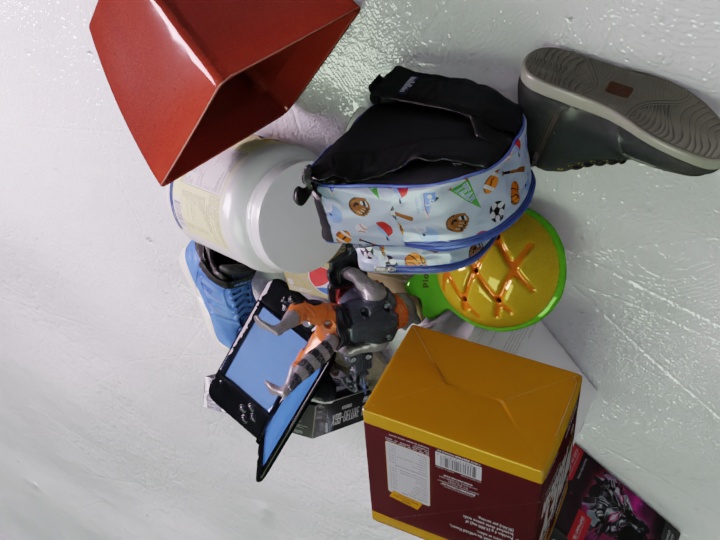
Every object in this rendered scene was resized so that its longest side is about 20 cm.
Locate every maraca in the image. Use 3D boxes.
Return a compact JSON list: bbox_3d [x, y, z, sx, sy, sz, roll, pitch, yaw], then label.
[{"bbox_3d":[0.131,-0.003,1.034,0.199,0.107,0.138,-1,90,37],"label":"maraca"}]

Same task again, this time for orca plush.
[{"bbox_3d":[-0.090,0.129,1.362,0.104,0.072,0.200,4,-172,-17],"label":"orca plush"}]

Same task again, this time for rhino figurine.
[{"bbox_3d":[-0.004,0.123,1.325,0.200,0.060,0.087,48,145,-18],"label":"rhino figurine"}]

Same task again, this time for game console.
[{"bbox_3d":[-0.120,0.136,1.239,0.175,0.116,0.201,36,104,20],"label":"game console"}]

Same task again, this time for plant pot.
[{"bbox_3d":[-0.156,-0.240,0.964,0.177,0.200,0.200,51,143,2],"label":"plant pot"}]

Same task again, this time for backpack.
[{"bbox_3d":[0.066,-0.085,0.895,0.189,0.200,0.155,-1,130,34],"label":"backpack"}]

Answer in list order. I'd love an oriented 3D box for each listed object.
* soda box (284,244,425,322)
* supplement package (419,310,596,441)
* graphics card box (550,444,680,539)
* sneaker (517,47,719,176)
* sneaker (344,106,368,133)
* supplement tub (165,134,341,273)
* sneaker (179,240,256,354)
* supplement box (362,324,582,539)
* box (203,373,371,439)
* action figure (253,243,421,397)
[{"bbox_3d":[0.000,0.000,1.186,0.199,0.064,0.068,13,137,29],"label":"soda box"},{"bbox_3d":[0.166,0.128,1.141,0.119,0.121,0.200,-22,114,48],"label":"supplement package"},{"bbox_3d":[0.314,0.335,1.242,0.200,0.126,0.051,41,143,-5],"label":"graphics card box"},{"bbox_3d":[0.234,-0.122,0.871,0.199,0.075,0.107,31,149,23],"label":"sneaker"},{"bbox_3d":[0.030,-0.085,1.067,0.080,0.071,0.201,16,138,21],"label":"sneaker"},{"bbox_3d":[-0.117,-0.080,1.087,0.199,0.145,0.146,22,145,49],"label":"supplement tub"},{"bbox_3d":[-0.173,0.034,1.325,0.111,0.076,0.201,-33,84,54],"label":"sneaker"},{"bbox_3d":[0.122,0.198,1.040,0.196,0.133,0.201,16,136,21],"label":"supplement box"},{"bbox_3d":[-0.105,0.186,1.394,0.199,0.157,0.050,10,98,31],"label":"box"},{"bbox_3d":[-0.015,0.086,1.080,0.105,0.192,0.201,37,144,52],"label":"action figure"}]
